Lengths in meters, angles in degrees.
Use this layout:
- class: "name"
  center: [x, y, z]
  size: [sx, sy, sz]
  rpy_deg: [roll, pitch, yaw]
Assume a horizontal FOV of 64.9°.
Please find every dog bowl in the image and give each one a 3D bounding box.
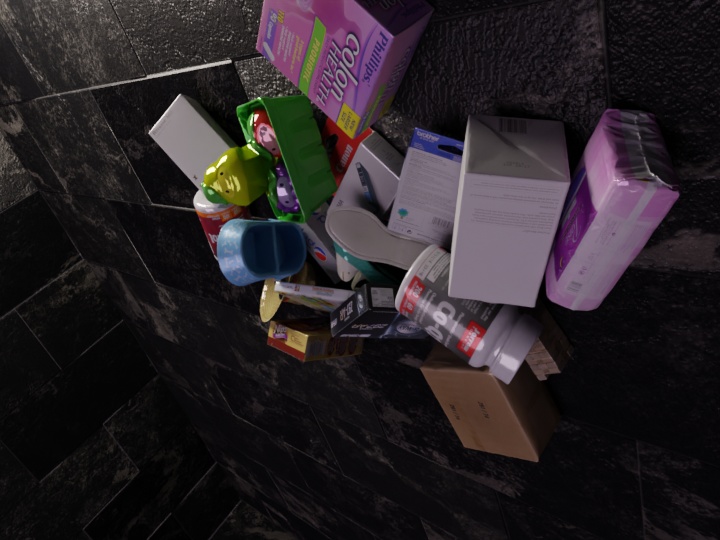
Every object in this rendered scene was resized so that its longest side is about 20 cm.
- class: "dog bowl"
  center: [-0.166, -0.037, 1.005]
  size: [0.048, 0.198, 0.116]
  rpy_deg: [-5, 92, 31]

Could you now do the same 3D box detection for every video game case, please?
- class: "video game case"
  center: [-0.042, 0.064, 1.101]
  size: [0.176, 0.024, 0.199]
  rpy_deg: [6, 167, 29]

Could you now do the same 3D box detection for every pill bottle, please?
- class: "pill bottle"
  center: [0.156, 0.063, 0.820]
  size: [0.197, 0.114, 0.116]
  rpy_deg: [35, 146, 18]
- class: "pill bottle"
  center: [-0.291, -0.090, 1.274]
  size: [0.110, 0.113, 0.205]
  rpy_deg: [20, 139, 33]

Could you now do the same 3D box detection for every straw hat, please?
- class: "straw hat"
  center: [-0.139, 0.020, 1.202]
  size: [0.083, 0.208, 0.200]
  rpy_deg: [19, 156, -24]

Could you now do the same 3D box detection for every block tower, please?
- class: "block tower"
  center: [0.251, 0.071, 0.872]
  size: [0.202, 0.054, 0.057]
  rpy_deg: [54, 147, -10]

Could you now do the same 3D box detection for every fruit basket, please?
- class: "fruit basket"
  center: [-0.162, -0.171, 0.937]
  size: [0.154, 0.214, 0.220]
  rpy_deg: [12, 136, 58]

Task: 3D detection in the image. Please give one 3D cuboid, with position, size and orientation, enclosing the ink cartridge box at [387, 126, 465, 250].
- class: "ink cartridge box"
  center: [0.112, -0.120, 0.816]
  size: [0.115, 0.043, 0.203]
  rpy_deg: [17, 144, 4]

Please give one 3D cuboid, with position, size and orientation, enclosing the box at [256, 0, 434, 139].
- class: "box"
  center: [-0.029, -0.319, 0.752]
  size: [0.199, 0.097, 0.177]
  rpy_deg: [42, 147, 6]

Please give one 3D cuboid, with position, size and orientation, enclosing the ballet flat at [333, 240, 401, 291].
- class: "ballet flat"
  center: [0.000, 0.000, 1.006]
  size: [0.199, 0.071, 0.067]
  rpy_deg: [42, 178, -38]

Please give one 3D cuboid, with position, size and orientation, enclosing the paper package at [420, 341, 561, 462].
- class: "paper package"
  center: [0.228, 0.215, 1.004]
  size: [0.188, 0.103, 0.203]
  rpy_deg: [-8, 119, 53]

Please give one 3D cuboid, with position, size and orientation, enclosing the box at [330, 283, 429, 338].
- class: "box"
  center: [0.063, 0.074, 0.981]
  size: [0.160, 0.193, 0.045]
  rpy_deg: [-41, 50, 56]

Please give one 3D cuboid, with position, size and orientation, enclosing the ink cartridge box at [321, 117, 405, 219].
- class: "ink cartridge box"
  center: [-0.016, -0.159, 0.950]
  size: [0.176, 0.045, 0.201]
  rpy_deg: [43, 146, 5]

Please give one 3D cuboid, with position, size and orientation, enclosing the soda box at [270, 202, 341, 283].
- class: "soda box"
  center: [-0.079, -0.079, 1.082]
  size: [0.201, 0.068, 0.063]
  rpy_deg: [50, 147, -5]

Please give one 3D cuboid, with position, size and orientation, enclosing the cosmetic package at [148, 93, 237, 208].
- class: "cosmetic package"
  center: [-0.308, -0.234, 1.130]
  size: [0.200, 0.108, 0.085]
  rpy_deg: [45, -171, -1]

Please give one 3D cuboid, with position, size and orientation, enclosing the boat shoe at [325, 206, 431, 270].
- class: "boat shoe"
  center: [0.034, -0.052, 0.930]
  size: [0.193, 0.077, 0.060]
  rpy_deg: [17, -173, -7]

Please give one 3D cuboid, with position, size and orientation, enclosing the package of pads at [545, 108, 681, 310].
- class: "package of pads"
  center: [0.274, -0.062, 0.641]
  size: [0.073, 0.123, 0.203]
  rpy_deg: [11, 140, 2]

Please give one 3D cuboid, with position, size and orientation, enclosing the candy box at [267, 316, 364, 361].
- class: "candy box"
  center: [-0.091, 0.145, 1.220]
  size: [0.114, 0.197, 0.059]
  rpy_deg: [17, 99, 37]

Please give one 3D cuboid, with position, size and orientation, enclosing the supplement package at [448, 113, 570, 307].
- class: "supplement package"
  center: [0.179, -0.071, 0.716]
  size: [0.116, 0.122, 0.204]
  rpy_deg: [7, 136, 8]
